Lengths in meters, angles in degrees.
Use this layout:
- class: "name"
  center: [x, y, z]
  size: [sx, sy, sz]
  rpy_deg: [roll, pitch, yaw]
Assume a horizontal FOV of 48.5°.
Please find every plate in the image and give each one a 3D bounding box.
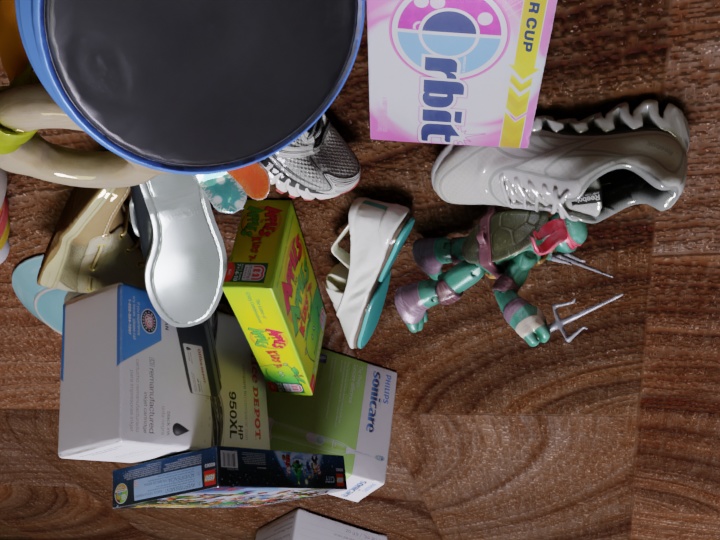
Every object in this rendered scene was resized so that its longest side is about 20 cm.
- class: "plate"
  center: [-0.311, 0.049, 0.939]
  size: [0.200, 0.026, 0.200]
  rpy_deg: [5, 144, 4]

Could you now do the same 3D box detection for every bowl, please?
- class: "bowl"
  center: [-0.089, -0.146, 0.458]
  size: [0.200, 0.039, 0.201]
  rpy_deg: [-15, 130, -18]

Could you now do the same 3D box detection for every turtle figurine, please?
- class: "turtle figurine"
  center: [0.129, -0.008, 0.682]
  size: [0.200, 0.150, 0.101]
  rpy_deg: [-13, 111, 37]

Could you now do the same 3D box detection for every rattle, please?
- class: "rattle"
  center: [-0.167, -0.126, 0.590]
  size: [0.199, 0.143, 0.130]
  rpy_deg: [1, 146, -9]

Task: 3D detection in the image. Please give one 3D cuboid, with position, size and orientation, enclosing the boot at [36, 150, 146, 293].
- class: "boot"
  center: [-0.212, -0.023, 0.776]
  size: [0.155, 0.073, 0.200]
  rpy_deg: [22, 137, -24]

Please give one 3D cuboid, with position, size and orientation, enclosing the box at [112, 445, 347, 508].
- class: "box"
  center: [-0.125, 0.212, 0.804]
  size: [0.136, 0.038, 0.200]
  rpy_deg: [-20, 156, 29]

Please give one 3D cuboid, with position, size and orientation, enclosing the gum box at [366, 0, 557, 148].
- class: "gum box"
  center: [0.064, -0.165, 0.515]
  size: [0.113, 0.066, 0.200]
  rpy_deg: [6, 145, 6]

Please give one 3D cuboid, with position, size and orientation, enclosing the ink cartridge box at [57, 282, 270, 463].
- class: "ink cartridge box"
  center: [-0.183, 0.109, 0.776]
  size: [0.084, 0.145, 0.200]
  rpy_deg: [-18, 157, 28]

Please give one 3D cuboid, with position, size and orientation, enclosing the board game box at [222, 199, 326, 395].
- class: "board game box"
  center: [-0.079, 0.033, 0.797]
  size: [0.047, 0.102, 0.200]
  rpy_deg: [2, 144, 10]

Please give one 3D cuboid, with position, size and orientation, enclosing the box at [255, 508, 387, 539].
- class: "box"
  center: [-0.085, 0.561, 1.517]
  size: [0.199, 0.131, 0.200]
  rpy_deg: [24, 143, -20]

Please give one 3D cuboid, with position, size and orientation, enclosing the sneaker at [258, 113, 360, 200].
- class: "sneaker"
  center: [-0.059, -0.126, 0.591]
  size: [0.082, 0.078, 0.200]
  rpy_deg: [-17, 137, 30]

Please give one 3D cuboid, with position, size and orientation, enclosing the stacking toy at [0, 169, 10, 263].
- class: "stacking toy"
  center: [-0.380, -0.049, 0.759]
  size: [0.146, 0.146, 0.200]
  rpy_deg: [9, 163, 0]

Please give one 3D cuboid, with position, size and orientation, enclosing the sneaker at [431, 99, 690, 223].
- class: "sneaker"
  center: [0.148, -0.075, 0.616]
  size: [0.200, 0.081, 0.075]
  rpy_deg: [-6, 144, 23]

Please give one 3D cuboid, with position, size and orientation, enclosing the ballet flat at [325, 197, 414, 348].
- class: "ballet flat"
  center: [0.000, 0.000, 0.778]
  size: [0.069, 0.070, 0.200]
  rpy_deg: [12, 141, -4]

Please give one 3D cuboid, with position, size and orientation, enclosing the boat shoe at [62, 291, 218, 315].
- class: "boat shoe"
  center: [-0.228, 0.068, 0.887]
  size: [0.200, 0.060, 0.074]
  rpy_deg: [20, 130, -37]

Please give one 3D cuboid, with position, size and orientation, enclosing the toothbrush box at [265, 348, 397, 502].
- class: "toothbrush box"
  center: [-0.068, 0.172, 0.952]
  size: [0.200, 0.146, 0.086]
  rpy_deg: [18, 144, -14]

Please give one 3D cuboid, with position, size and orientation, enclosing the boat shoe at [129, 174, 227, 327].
- class: "boat shoe"
  center: [-0.161, -0.043, 0.699]
  size: [0.075, 0.060, 0.200]
  rpy_deg: [-9, 125, -21]
